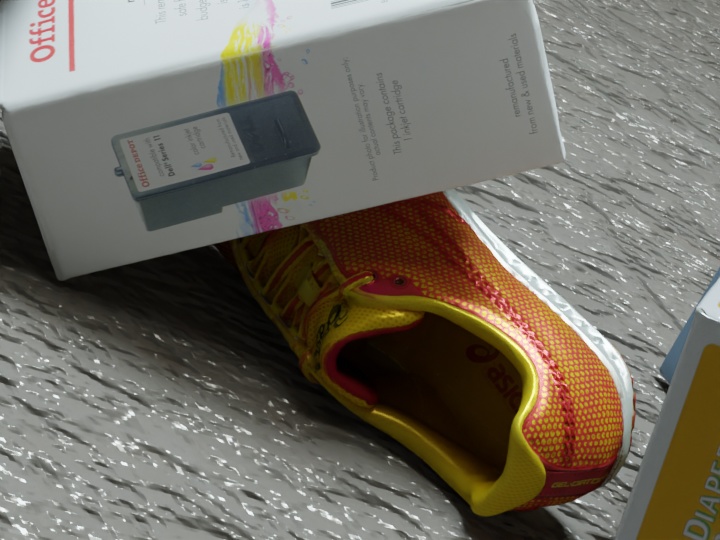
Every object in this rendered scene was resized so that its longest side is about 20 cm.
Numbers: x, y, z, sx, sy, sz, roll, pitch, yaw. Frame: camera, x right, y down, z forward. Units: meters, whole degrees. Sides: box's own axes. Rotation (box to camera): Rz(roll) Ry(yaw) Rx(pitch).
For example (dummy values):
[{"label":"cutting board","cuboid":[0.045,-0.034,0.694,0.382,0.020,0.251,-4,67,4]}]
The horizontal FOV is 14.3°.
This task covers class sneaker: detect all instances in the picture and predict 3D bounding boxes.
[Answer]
[{"label":"sneaker","cuboid":[0.000,0.000,0.890,0.200,0.073,0.077,37,26,31]}]

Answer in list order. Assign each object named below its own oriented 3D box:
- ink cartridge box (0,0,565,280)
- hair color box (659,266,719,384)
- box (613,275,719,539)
[{"label":"ink cartridge box","cuboid":[-0.046,-0.066,0.879,0.199,0.068,0.117,-12,36,4]},{"label":"hair color box","cuboid":[0.220,0.067,1.058,0.199,0.061,0.099,21,19,-25]},{"label":"box","cuboid":[0.146,0.057,0.865,0.101,0.113,0.200,21,15,11]}]
